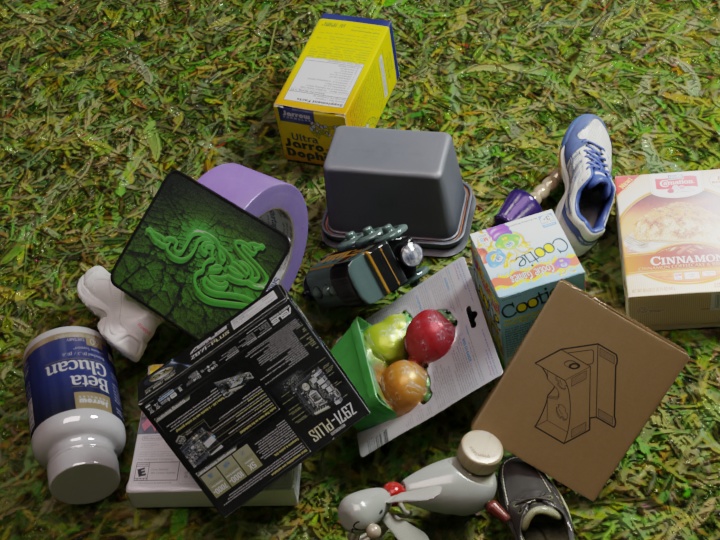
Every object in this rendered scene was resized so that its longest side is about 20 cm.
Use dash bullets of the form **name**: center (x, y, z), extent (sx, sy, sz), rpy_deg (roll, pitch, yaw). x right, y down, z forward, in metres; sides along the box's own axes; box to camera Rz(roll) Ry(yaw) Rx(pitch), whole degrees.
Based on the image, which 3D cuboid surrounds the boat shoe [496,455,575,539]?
- **boat shoe**: center (0.198, 0.276, 1.515), extent (0.072, 0.066, 0.201), rpy_deg (-16, 49, -1)

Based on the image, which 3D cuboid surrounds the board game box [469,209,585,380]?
- **board game box**: center (0.197, 0.043, 1.623), extent (0.105, 0.200, 0.103), rpy_deg (-17, 50, -5)

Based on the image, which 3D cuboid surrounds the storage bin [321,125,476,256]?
- **storage bin**: center (0.046, -0.119, 1.830), extent (0.200, 0.134, 0.146), rpy_deg (6, 52, 13)

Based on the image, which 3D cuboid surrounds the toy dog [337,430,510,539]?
- **toy dog**: center (0.082, 0.258, 1.509), extent (0.200, 0.132, 0.096), rpy_deg (-29, 53, -14)

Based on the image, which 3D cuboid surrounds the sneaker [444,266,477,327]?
- **sneaker**: center (0.151, 0.025, 1.734), extent (0.200, 0.076, 0.091), rpy_deg (-16, 42, -6)

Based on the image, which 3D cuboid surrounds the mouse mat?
- **mouse mat**: center (-0.191, -0.011, 1.641), extent (0.200, 0.008, 0.161), rpy_deg (30, 91, 25)

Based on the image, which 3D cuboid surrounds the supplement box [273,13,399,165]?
- **supplement box**: center (-0.031, -0.255, 1.972), extent (0.109, 0.110, 0.200), rpy_deg (11, 52, 18)

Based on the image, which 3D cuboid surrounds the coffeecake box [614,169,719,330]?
- **coffeecake box**: center (0.400, -0.027, 1.730), extent (0.153, 0.073, 0.200), rpy_deg (-4, 49, 8)

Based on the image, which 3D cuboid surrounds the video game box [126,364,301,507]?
- **video game box**: center (-0.166, 0.194, 1.663), extent (0.200, 0.047, 0.182), rpy_deg (-2, 53, 8)

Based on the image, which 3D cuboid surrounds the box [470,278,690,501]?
- **box**: center (0.238, 0.133, 1.534), extent (0.163, 0.200, 0.021), rpy_deg (30, 16, 0)

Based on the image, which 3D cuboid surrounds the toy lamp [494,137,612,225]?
- **toy lamp**: center (0.252, -0.116, 1.843), extent (0.058, 0.058, 0.200), rpy_deg (32, 59, 30)

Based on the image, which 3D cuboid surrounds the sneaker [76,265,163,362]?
- **sneaker**: center (-0.291, 0.036, 1.766), extent (0.099, 0.078, 0.200), rpy_deg (-45, 38, -1)

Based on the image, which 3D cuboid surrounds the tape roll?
- **tape roll**: center (-0.155, -0.027, 1.744), extent (0.085, 0.200, 0.200), rpy_deg (23, 58, 25)

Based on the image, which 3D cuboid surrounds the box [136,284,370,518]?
- **box**: center (-0.119, 0.141, 1.532), extent (0.200, 0.164, 0.086), rpy_deg (-36, 13, -2)

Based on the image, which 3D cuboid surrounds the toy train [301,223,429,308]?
- **toy train**: center (0.000, 0.000, 1.720), extent (0.114, 0.085, 0.200), rpy_deg (-30, 10, -25)

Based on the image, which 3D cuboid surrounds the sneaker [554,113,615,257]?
- **sneaker**: center (0.299, -0.116, 1.782), extent (0.075, 0.088, 0.200), rpy_deg (15, 68, -16)

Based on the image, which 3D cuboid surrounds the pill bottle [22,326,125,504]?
- **pill bottle**: center (-0.340, 0.174, 1.667), extent (0.111, 0.111, 0.200), rpy_deg (-16, 50, -3)

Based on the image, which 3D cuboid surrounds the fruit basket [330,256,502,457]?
- **fruit basket**: center (0.065, 0.103, 1.630), extent (0.200, 0.094, 0.185), rpy_deg (-30, 45, 15)
